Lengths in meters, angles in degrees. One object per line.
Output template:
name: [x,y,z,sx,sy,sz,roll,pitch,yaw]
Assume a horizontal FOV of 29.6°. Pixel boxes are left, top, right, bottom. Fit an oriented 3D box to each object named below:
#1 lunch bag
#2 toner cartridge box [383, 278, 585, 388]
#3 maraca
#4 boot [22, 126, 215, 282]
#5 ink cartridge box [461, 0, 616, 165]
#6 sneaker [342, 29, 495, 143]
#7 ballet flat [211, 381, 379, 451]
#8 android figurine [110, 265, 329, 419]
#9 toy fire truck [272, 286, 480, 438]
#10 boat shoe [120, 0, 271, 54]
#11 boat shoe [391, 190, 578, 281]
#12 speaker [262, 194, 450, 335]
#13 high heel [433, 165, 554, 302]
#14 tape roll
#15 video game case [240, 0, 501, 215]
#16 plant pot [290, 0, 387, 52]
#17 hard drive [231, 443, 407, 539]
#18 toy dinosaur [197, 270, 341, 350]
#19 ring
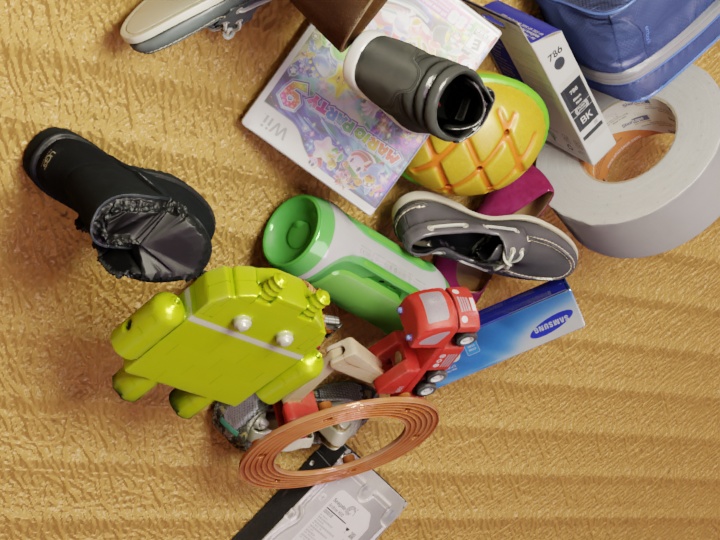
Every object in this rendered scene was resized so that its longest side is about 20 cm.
lunch bag: [0.275,-0.264,1.309,0.200,0.136,0.132,-40,133,-12]
toner cartridge box: [0.124,0.068,1.375,0.200,0.095,0.043,-24,96,8]
maraca: [0.079,-0.128,1.273,0.200,0.107,0.137,0,131,-13]
boot: [-0.166,-0.032,1.105,0.200,0.168,0.076,32,95,-43]
ink cartridge box: [0.170,-0.191,1.301,0.039,0.099,0.200,-44,134,-6]
sneaker: [0.073,-0.134,1.117,0.200,0.099,0.071,14,106,-60]
ballet flat: [-0.052,0.154,1.367,0.200,0.072,0.072,1,115,-37]
android figurine: [-0.111,0.060,1.132,0.200,0.041,0.182,-34,139,31]
toy fire truck: [0.010,0.086,1.264,0.141,0.049,0.200,-1,146,-27]
boat shoe: [-0.100,-0.219,1.108,0.200,0.073,0.062,-35,128,-21]
boat shoe: [0.124,-0.018,1.318,0.200,0.063,0.073,16,127,-19]
speaker: [0.000,0.000,1.301,0.200,0.088,0.089,30,96,-43]
high heel: [0.132,-0.017,1.378,0.067,0.096,0.200,-5,118,-34]
tape roll: [0.278,-0.113,1.357,0.200,0.200,0.066,-48,133,-3]
video game case: [0.010,-0.170,1.201,0.143,0.018,0.200,35,94,-9]
plant pot: [-0.037,-0.298,1.020,0.200,0.187,0.187,37,92,-3]
hard drive: [-0.055,0.286,1.465,0.200,0.038,0.140,-46,133,-6]
toy dinosaur: [-0.078,0.039,1.234,0.135,0.102,0.200,1,141,-16]
ring: [-0.021,0.162,1.307,0.200,0.019,0.201,-14,155,-7]
